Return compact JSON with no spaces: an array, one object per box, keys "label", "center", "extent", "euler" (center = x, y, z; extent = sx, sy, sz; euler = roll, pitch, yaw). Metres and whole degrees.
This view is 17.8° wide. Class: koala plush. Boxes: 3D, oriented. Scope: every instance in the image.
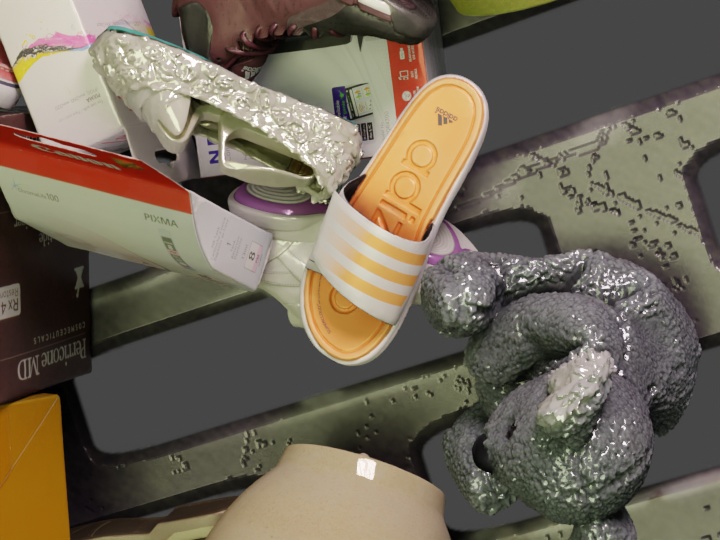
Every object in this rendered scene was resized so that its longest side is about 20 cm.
[{"label":"koala plush","center":[0.137,0.091,1.467],"extent":[0.182,0.200,0.179],"euler":[-8,113,3]}]

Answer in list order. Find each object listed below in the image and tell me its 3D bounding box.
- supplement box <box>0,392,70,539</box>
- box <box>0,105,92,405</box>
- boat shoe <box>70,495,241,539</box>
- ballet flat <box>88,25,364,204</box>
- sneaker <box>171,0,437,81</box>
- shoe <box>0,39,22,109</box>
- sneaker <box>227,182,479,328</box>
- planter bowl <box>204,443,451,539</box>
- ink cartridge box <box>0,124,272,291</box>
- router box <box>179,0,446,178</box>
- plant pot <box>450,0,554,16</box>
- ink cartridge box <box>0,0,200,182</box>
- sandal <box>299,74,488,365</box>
[{"label":"supplement box","center":[-0.319,0.189,1.654],"extent":[0.199,0.132,0.199],"euler":[3,98,48]},{"label":"box","center":[-0.299,-0.016,1.646],"extent":[0.163,0.166,0.202],"euler":[1,97,18]},{"label":"boat shoe","center":[-0.166,0.217,1.675],"extent":[0.198,0.072,0.069],"euler":[-11,97,24]},{"label":"ballet flat","center":[-0.094,-0.100,1.529],"extent":[0.198,0.072,0.072],"euler":[21,103,-4]},{"label":"sneaker","center":[-0.045,-0.163,1.542],"extent":[0.199,0.075,0.116],"euler":[28,110,25]},{"label":"shoe","center":[-0.282,-0.199,1.637],"extent":[0.091,0.071,0.200],"euler":[-57,44,14]},{"label":"sneaker","center":[0.000,0.000,1.602],"extent":[0.198,0.075,0.100],"euler":[17,121,17]},{"label":"planter bowl","center":[-0.014,0.200,1.571],"extent":[0.198,0.200,0.136],"euler":[13,73,18]},{"label":"ink cartridge box","center":[-0.170,-0.043,1.517],"extent":[0.161,0.200,0.058],"euler":[14,87,25]},{"label":"router box","center":[-0.035,-0.173,1.595],"extent":[0.178,0.049,0.202],"euler":[-7,94,20]},{"label":"plant pot","center":[0.084,-0.275,1.487],"extent":[0.185,0.187,0.202],"euler":[-7,108,20]},{"label":"ink cartridge box","center":[-0.191,-0.145,1.618],"extent":[0.067,0.116,0.202],"euler":[-22,88,21]},{"label":"sandal","center":[0.015,-0.039,1.518],"extent":[0.079,0.059,0.208],"euler":[26,92,16]}]
